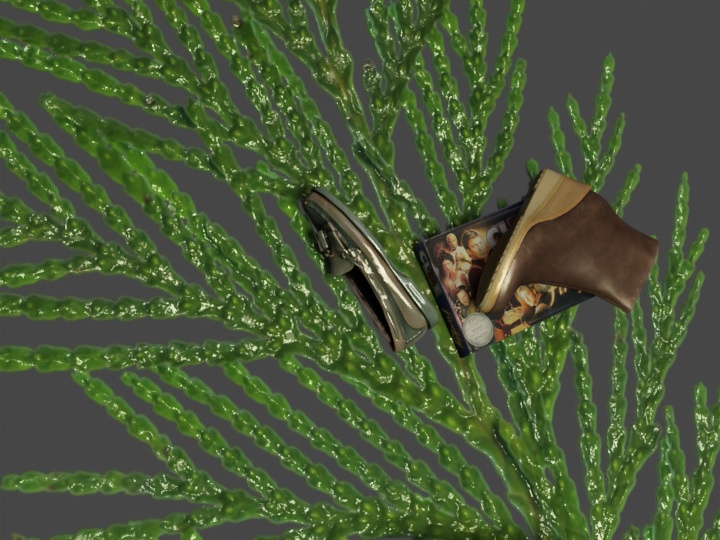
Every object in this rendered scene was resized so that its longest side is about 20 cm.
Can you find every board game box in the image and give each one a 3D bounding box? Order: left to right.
[{"bbox_3d":[0.176,-0.002,1.055,0.198,0.035,0.137,-22,83,-19],"label":"board game box"}]

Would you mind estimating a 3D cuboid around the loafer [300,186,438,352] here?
[{"bbox_3d":[0.000,0.000,0.993,0.063,0.072,0.200,-43,92,-14],"label":"loafer"}]

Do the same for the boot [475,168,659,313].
[{"bbox_3d":[0.232,-0.002,1.012,0.165,0.072,0.201,34,67,-2],"label":"boot"}]
